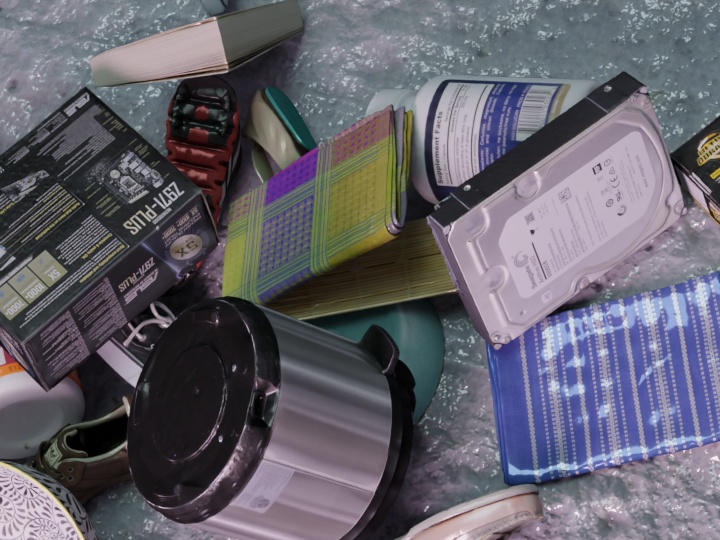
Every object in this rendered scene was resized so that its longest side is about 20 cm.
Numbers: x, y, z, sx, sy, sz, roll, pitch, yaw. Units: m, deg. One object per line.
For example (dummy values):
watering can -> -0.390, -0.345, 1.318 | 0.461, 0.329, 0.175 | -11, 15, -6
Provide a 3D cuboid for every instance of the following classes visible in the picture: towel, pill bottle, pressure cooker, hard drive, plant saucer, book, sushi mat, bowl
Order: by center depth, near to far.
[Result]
pressure cooker -> -0.057, 0.128, 1.501 | 0.175, 0.199, 0.181 | -21, 58, 45
towel -> 0.197, 0.084, 1.537 | 0.198, 0.024, 0.146 | -15, 55, 16
hard drive -> 0.157, -0.045, 1.549 | 0.199, 0.140, 0.038 | -34, 40, -10
bowl -> -0.281, 0.232, 1.600 | 0.199, 0.203, 0.094 | -7, 12, 21
towel -> -0.036, -0.044, 1.629 | 0.199, 0.023, 0.145 | -29, 41, 31
plant saucer -> -0.029, 0.073, 1.644 | 0.198, 0.036, 0.202 | -13, 54, 18
sushi mat -> 0.000, 0.000, 1.648 | 0.198, 0.012, 0.096 | -11, 45, 12
pill bottle -> 0.106, -0.107, 1.650 | 0.198, 0.111, 0.112 | 5, 61, 29
pill bottle -> -0.314, 0.057, 1.743 | 0.109, 0.110, 0.201 | -26, 52, 7
book -> -0.148, -0.210, 1.805 | 0.132, 0.049, 0.200 | -9, 12, 21

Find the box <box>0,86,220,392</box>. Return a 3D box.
box -> -0.248, -0.029, 1.665 | 0.200, 0.086, 0.163 | -42, 62, -17

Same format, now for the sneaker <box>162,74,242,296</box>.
sneaker -> -0.151, -0.073, 1.777 | 0.070, 0.098, 0.203 | 14, 88, 6

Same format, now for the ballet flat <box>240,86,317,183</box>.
ballet flat -> -0.053, -0.083, 1.748 | 0.069, 0.070, 0.200 | -35, 48, 0

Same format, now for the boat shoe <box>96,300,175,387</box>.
boat shoe -> -0.178, 0.064, 1.697 | 0.068, 0.073, 0.199 | -53, 45, 0

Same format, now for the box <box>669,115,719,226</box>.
box -> 0.369, -0.093, 1.556 | 0.199, 0.049, 0.160 | -38, 48, -1

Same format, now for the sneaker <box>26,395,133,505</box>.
sneaker -> -0.253, 0.165, 1.665 | 0.199, 0.076, 0.071 | -32, 51, 2

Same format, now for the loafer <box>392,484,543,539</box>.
loafer -> 0.054, 0.225, 1.493 | 0.199, 0.072, 0.063 | -25, 70, 16

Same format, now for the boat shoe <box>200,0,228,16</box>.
boat shoe -> -0.137, -0.333, 1.947 | 0.085, 0.075, 0.203 | -23, 42, 7
